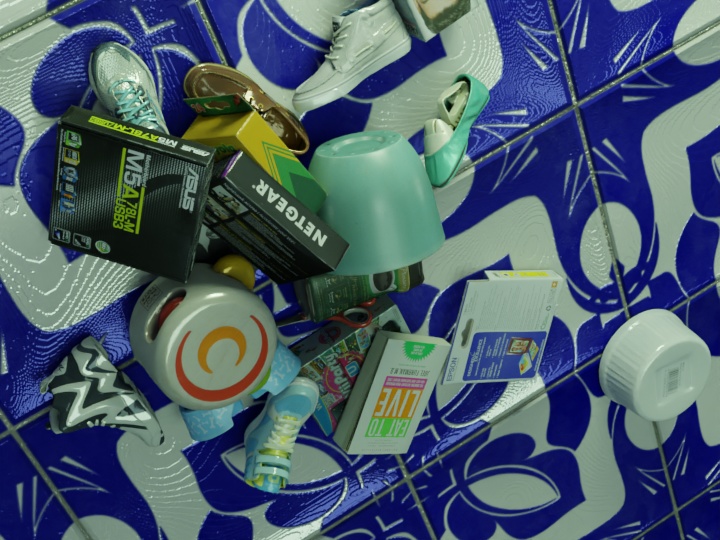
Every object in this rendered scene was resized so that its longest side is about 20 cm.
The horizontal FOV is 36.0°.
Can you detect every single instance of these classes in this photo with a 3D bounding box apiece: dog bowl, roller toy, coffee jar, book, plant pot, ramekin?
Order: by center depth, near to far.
[{"bbox_3d":[-0.222,0.087,1.544,0.182,0.140,0.200,-13,117,-28],"label":"roller toy"},{"bbox_3d":[0.011,-0.106,1.573,0.200,0.201,0.161,-18,112,-19],"label":"plant pot"},{"bbox_3d":[-0.184,0.173,1.657,0.200,0.111,0.050,-36,112,-8],"label":"dog bowl"},{"bbox_3d":[0.000,0.000,1.678,0.200,0.085,0.104,-18,120,-18],"label":"coffee jar"},{"bbox_3d":[0.052,0.195,1.757,0.133,0.048,0.200,9,109,-37],"label":"book"},{"bbox_3d":[0.551,0.181,2.051,0.200,0.098,0.201,-12,118,-22],"label":"ramekin"}]

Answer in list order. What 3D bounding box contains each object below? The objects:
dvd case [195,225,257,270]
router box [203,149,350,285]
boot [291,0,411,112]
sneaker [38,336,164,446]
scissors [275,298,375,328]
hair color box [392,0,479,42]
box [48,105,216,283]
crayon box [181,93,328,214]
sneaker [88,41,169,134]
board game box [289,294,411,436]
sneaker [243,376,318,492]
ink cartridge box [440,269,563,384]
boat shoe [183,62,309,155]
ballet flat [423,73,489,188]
[{"bbox_3d":[-0.231,-0.058,1.566,0.150,0.025,0.200,-27,123,-14],"label":"dvd case"},{"bbox_3d":[-0.133,-0.065,1.483,0.200,0.149,0.051,41,61,-23],"label":"router box"},{"bbox_3d":[-0.026,-0.306,1.531,0.200,0.074,0.096,-36,120,-18],"label":"boot"},{"bbox_3d":[-0.379,0.204,1.585,0.130,0.079,0.199,-36,125,-6],"label":"sneaker"},{"bbox_3d":[-0.075,0.064,1.709,0.200,0.073,0.014,-5,145,-1],"label":"scissors"},{"bbox_3d":[0.077,-0.428,1.523,0.099,0.061,0.200,-36,126,-8],"label":"hair color box"},{"bbox_3d":[-0.295,-0.094,1.417,0.193,0.048,0.200,19,128,0],"label":"box"},{"bbox_3d":[-0.151,-0.147,1.474,0.200,0.127,0.051,48,61,-33],"label":"crayon box"},{"bbox_3d":[-0.282,-0.199,1.425,0.078,0.086,0.200,-28,116,-11],"label":"sneaker"},{"bbox_3d":[-0.011,0.146,1.759,0.200,0.064,0.148,-33,125,-8],"label":"board game box"},{"bbox_3d":[-0.118,0.259,1.675,0.079,0.131,0.200,16,134,-18],"label":"sneaker"},{"bbox_3d":[0.232,0.096,1.876,0.200,0.047,0.198,1,114,-26],"label":"ink cartridge box"},{"bbox_3d":[-0.147,-0.217,1.504,0.200,0.068,0.072,29,98,-35],"label":"boat shoe"},{"bbox_3d":[0.127,-0.211,1.619,0.070,0.067,0.200,41,57,-25],"label":"ballet flat"}]
